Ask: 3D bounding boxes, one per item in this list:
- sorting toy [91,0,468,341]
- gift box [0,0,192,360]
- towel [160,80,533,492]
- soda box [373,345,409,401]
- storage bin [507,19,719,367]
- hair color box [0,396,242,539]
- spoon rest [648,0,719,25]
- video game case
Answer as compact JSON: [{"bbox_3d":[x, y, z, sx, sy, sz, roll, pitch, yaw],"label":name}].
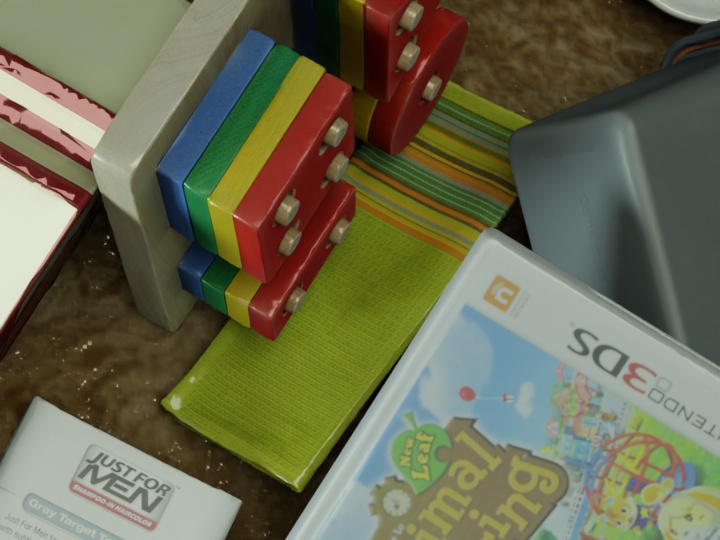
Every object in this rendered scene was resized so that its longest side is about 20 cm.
[{"bbox_3d":[-0.019,-0.075,0.985,0.070,0.200,0.199,30,74,10],"label":"sorting toy"},{"bbox_3d":[-0.183,-0.081,0.963,0.187,0.200,0.185,32,69,-3],"label":"gift box"},{"bbox_3d":[0.000,0.000,1.050,0.086,0.018,0.200,26,71,35],"label":"towel"},{"bbox_3d":[0.011,0.120,1.028,0.064,0.068,0.200,30,74,-5],"label":"soda box"},{"bbox_3d":[0.146,-0.003,1.027,0.134,0.146,0.200,-17,95,-34],"label":"storage bin"},{"bbox_3d":[-0.140,0.165,0.991,0.099,0.061,0.200,28,76,-6],"label":"hair color box"},{"bbox_3d":[0.216,-0.169,1.133,0.200,0.061,0.099,-6,80,-14],"label":"spoon rest"},{"bbox_3d":[0.075,0.113,0.954,0.182,0.022,0.200,31,100,-5],"label":"video game case"}]
